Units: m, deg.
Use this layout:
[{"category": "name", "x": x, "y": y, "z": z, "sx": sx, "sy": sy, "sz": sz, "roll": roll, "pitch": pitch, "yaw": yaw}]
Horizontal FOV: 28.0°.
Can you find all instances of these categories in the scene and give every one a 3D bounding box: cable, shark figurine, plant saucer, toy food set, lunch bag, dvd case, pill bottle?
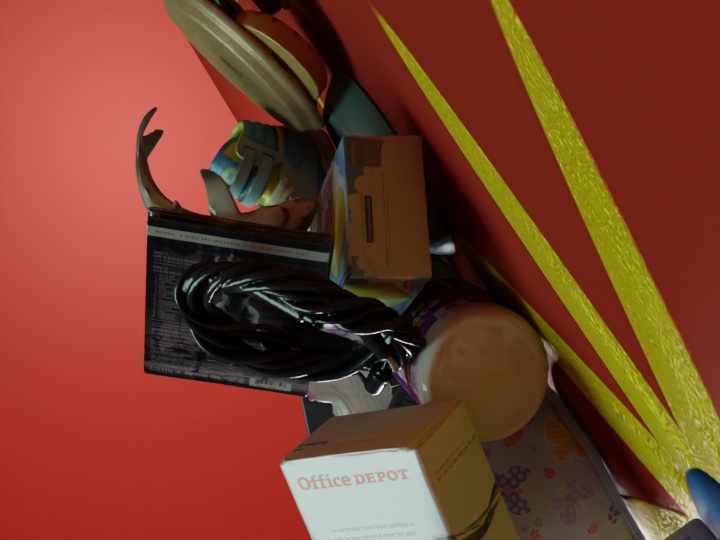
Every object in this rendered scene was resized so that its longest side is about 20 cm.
[{"category": "cable", "x": -0.051, "y": 0.045, "z": 1.130, "sx": 0.198, "sy": 0.051, "sz": 0.163, "roll": 22, "pitch": 157, "yaw": -16}, {"category": "shark figurine", "x": -0.138, "y": -0.044, "z": 1.279, "sx": 0.213, "sy": 0.129, "sz": 0.089, "roll": 30, "pitch": 179, "yaw": 28}, {"category": "plant saucer", "x": 0.018, "y": -0.090, "z": 1.325, "sx": 0.201, "sy": 0.036, "sz": 0.200, "roll": 57, "pitch": 176, "yaw": 6}, {"category": "toy food set", "x": -0.103, "y": -0.201, "z": 1.300, "sx": 0.197, "sy": 0.049, "sz": 0.200, "roll": 40, "pitch": 175, "yaw": 14}, {"category": "lunch bag", "x": 0.138, "y": 0.213, "z": 1.276, "sx": 0.201, "sy": 0.169, "sz": 0.127, "roll": 57, "pitch": 171, "yaw": -27}, {"category": "dvd case", "x": -0.107, "y": 0.030, "z": 1.204, "sx": 0.201, "sy": 0.147, "sz": 0.016, "roll": 101, "pitch": 177, "yaw": -48}, {"category": "pill bottle", "x": 0.081, "y": 0.068, "z": 1.240, "sx": 0.113, "sy": 0.112, "sz": 0.200, "roll": 57, "pitch": 175, "yaw": -14}]

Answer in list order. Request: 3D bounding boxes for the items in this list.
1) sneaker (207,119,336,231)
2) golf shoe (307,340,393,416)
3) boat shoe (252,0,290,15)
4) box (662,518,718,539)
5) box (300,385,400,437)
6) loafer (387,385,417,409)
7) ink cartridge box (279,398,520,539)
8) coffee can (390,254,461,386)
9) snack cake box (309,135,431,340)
[{"category": "sneaker", "x": -0.073, "y": -0.058, "z": 1.328, "sx": 0.129, "sy": 0.080, "sz": 0.201, "roll": 9, "pitch": -138, "yaw": -35}, {"category": "golf shoe", "x": 0.003, "y": 0.108, "z": 1.337, "sx": 0.200, "sy": 0.092, "sz": 0.075, "roll": 46, "pitch": 173, "yaw": -25}, {"category": "boat shoe", "x": -0.134, "y": -0.305, "z": 1.306, "sx": 0.201, "sy": 0.059, "sz": 0.072, "roll": 56, "pitch": 175, "yaw": 11}, {"category": "box", "x": 0.187, "y": 0.288, "z": 1.030, "sx": 0.105, "sy": 0.199, "sz": 0.184, "roll": 53, "pitch": 175, "yaw": 20}, {"category": "box", "x": 0.011, "y": 0.120, "z": 1.585, "sx": 0.200, "sy": 0.146, "sz": 0.109, "roll": -87, "pitch": -14, "yaw": -86}, {"category": "loafer", "x": 0.090, "y": 0.138, "z": 1.349, "sx": 0.075, "sy": 0.071, "sz": 0.199, "roll": 24, "pitch": -160, "yaw": 31}, {"category": "ink cartridge box", "x": 0.043, "y": 0.214, "z": 1.150, "sx": 0.144, "sy": 0.084, "sz": 0.202, "roll": -12, "pitch": 106, "yaw": 38}, {"category": "coffee can", "x": 0.000, "y": 0.000, "z": 1.458, "sx": 0.200, "sy": 0.145, "sz": 0.147, "roll": 53, "pitch": 175, "yaw": 49}, {"category": "snack cake box", "x": 0.003, "y": -0.022, "z": 1.184, "sx": 0.200, "sy": 0.066, "sz": 0.117, "roll": 120, "pitch": 148, "yaw": -70}]
